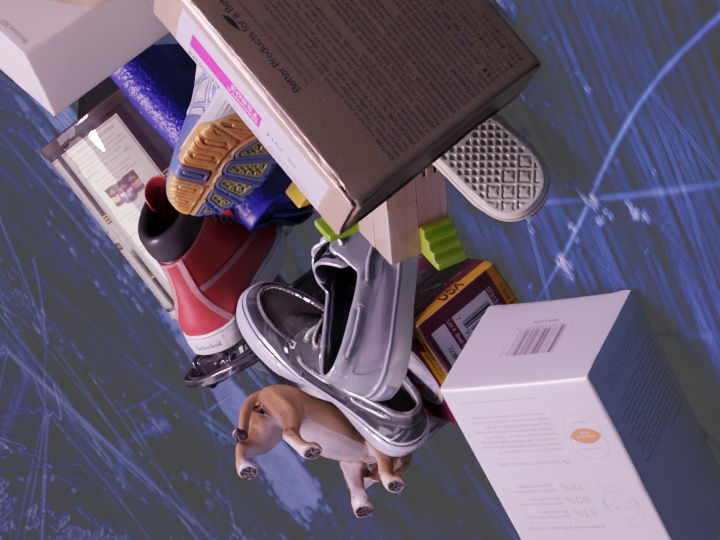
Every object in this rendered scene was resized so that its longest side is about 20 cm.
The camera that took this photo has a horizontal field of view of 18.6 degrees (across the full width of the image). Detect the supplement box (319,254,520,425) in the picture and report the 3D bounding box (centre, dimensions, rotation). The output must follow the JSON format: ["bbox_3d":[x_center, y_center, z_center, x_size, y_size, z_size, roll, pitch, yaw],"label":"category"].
[{"bbox_3d":[0.060,0.053,1.785,0.111,0.086,0.200,57,163,-17],"label":"supplement box"}]

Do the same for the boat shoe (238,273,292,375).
[{"bbox_3d":[-0.081,0.058,2.184,0.062,0.073,0.200,34,161,29],"label":"boat shoe"}]

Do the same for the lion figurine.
[{"bbox_3d":[-0.031,0.132,1.800,0.200,0.072,0.123,29,-152,-31],"label":"lion figurine"}]

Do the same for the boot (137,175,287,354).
[{"bbox_3d":[-0.128,-0.042,1.866,0.200,0.072,0.145,-72,-38,-56],"label":"boot"}]

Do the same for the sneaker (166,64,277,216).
[{"bbox_3d":[-0.092,-0.135,1.642,0.075,0.200,0.088,13,-150,-31],"label":"sneaker"}]

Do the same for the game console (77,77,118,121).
[{"bbox_3d":[-0.195,-0.123,2.212,0.200,0.117,0.176,38,-172,40],"label":"game console"}]

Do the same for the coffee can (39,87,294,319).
[{"bbox_3d":[-0.178,-0.076,2.032,0.200,0.146,0.146,53,163,-8],"label":"coffee can"}]

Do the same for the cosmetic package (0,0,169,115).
[{"bbox_3d":[-0.195,-0.222,1.696,0.103,0.200,0.073,38,159,36],"label":"cosmetic package"}]

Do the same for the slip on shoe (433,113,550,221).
[{"bbox_3d":[0.057,-0.108,1.505,0.200,0.074,0.061,48,-178,17],"label":"slip on shoe"}]

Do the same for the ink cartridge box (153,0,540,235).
[{"bbox_3d":[-0.011,-0.152,1.422,0.200,0.165,0.075,51,163,5],"label":"ink cartridge box"}]

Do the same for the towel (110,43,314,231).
[{"bbox_3d":[-0.123,-0.120,1.898,0.200,0.050,0.148,47,-166,9],"label":"towel"}]

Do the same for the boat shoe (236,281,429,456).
[{"bbox_3d":[-0.018,0.064,1.772,0.200,0.072,0.071,37,148,20],"label":"boat shoe"}]

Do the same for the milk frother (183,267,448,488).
[{"bbox_3d":[-0.037,0.110,1.965,0.188,0.200,0.181,50,159,4],"label":"milk frother"}]

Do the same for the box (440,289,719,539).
[{"bbox_3d":[0.164,0.125,1.567,0.124,0.098,0.200,-7,124,36],"label":"box"}]

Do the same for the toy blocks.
[{"bbox_3d":[0.004,-0.104,1.630,0.200,0.100,0.137,48,152,45],"label":"toy blocks"}]

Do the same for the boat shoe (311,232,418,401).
[{"bbox_3d":[0.000,0.001,1.693,0.071,0.201,0.070,15,150,-25],"label":"boat shoe"}]
